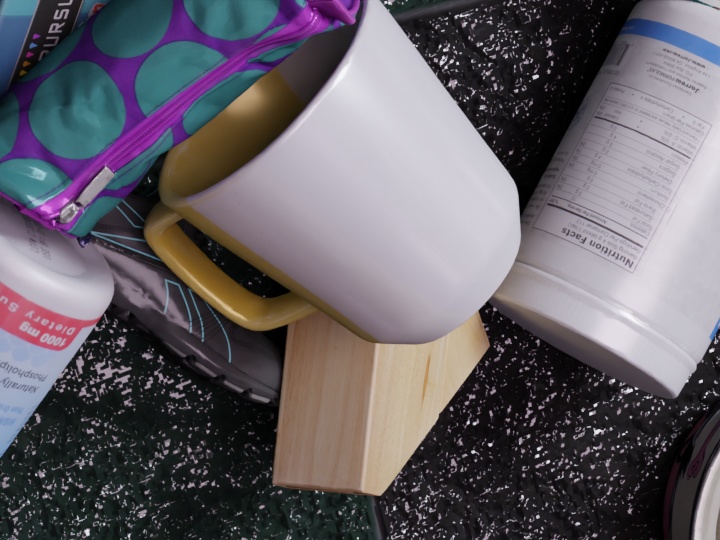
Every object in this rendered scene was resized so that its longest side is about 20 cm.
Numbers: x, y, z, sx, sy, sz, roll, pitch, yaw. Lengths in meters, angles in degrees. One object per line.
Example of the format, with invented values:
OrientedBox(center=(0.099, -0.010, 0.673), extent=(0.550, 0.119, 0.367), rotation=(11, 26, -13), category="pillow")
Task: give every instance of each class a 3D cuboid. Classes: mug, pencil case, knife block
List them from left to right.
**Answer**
OrientedBox(center=(-0.097, -0.099, 1.461), extent=(0.200, 0.093, 0.085), rotation=(-39, 136, 16), category="pencil case")
OrientedBox(center=(-0.007, -0.042, 1.521), extent=(0.153, 0.186, 0.150), rotation=(42, 73, -21), category="mug")
OrientedBox(center=(0.000, 0.000, 1.614), extent=(0.200, 0.064, 0.176), rotation=(-51, 130, -40), category="knife block")

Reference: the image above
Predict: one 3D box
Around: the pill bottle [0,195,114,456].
OrientedBox(center=(-0.222, 0.056, 1.517), extent=(0.108, 0.109, 0.200), rotation=(30, 106, -23), category="pill bottle")

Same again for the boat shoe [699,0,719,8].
OrientedBox(center=(0.142, -0.217, 1.655), extent=(0.201, 0.072, 0.060), rotation=(26, 121, -1), category="boat shoe")

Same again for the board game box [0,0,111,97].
OrientedBox(center=(-0.111, -0.131, 1.537), extent=(0.199, 0.047, 0.151), rotation=(-6, 144, -29), category="board game box")

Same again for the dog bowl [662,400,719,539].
OrientedBox(center=(0.271, 0.150, 1.784), extent=(0.199, 0.074, 0.201), rotation=(-3, 98, -22), category="dog bowl")

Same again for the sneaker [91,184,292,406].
OrientedBox(center=(-0.102, 0.004, 1.604), extent=(0.200, 0.075, 0.079), rotation=(36, 80, -23), category="sneaker")

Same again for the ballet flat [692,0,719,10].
OrientedBox(center=(0.214, -0.246, 1.715), extent=(0.075, 0.064, 0.201), rotation=(8, 97, 20), category="ballet flat")

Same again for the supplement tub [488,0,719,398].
OrientedBox(center=(0.171, -0.043, 1.686), extent=(0.132, 0.132, 0.201), rotation=(30, 85, -23), category="supplement tub")
